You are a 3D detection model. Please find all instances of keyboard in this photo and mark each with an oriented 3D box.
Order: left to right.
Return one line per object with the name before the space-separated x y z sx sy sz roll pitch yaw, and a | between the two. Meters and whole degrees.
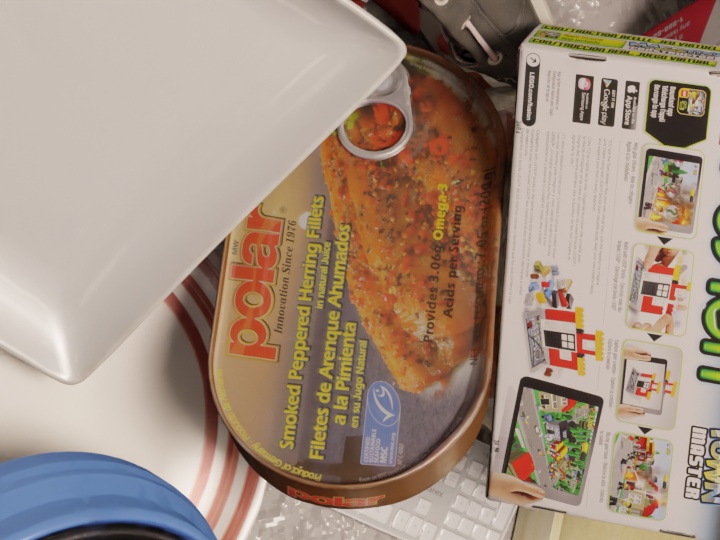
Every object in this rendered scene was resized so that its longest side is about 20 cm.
keyboard | -0.004 0.079 0.922 0.200 0.011 0.056 28 78 -33

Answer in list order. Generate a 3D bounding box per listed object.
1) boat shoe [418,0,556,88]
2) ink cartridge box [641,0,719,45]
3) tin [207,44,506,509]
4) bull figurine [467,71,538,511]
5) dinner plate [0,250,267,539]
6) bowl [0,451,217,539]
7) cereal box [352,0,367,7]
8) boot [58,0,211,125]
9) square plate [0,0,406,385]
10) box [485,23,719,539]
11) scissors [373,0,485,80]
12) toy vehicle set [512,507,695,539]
boat shoe | 0.038 -0.119 0.826 0.057 0.200 0.067 -26 67 6
ink cartridge box | 0.192 -0.035 0.921 0.086 0.148 0.200 25 51 -35
tin | 0.000 0.000 0.835 0.112 0.042 0.200 5 63 3
bull figurine | 0.063 0.005 0.929 0.121 0.065 0.200 10 86 -31
dinner plate | -0.125 0.063 0.825 0.200 0.024 0.200 -3 95 -31
bowl | -0.128 0.166 0.783 0.201 0.039 0.201 -22 128 -31
cereal box | -0.022 -0.184 0.804 0.144 0.040 0.200 18 122 -34
boot | -0.125 -0.114 0.770 0.146 0.070 0.200 -1 131 0
square plate | -0.120 -0.071 0.736 0.200 0.028 0.198 34 115 -28
box | 0.112 0.008 0.829 0.035 0.110 0.200 -49 146 -62
scissors | 0.036 -0.117 0.932 0.200 0.014 0.073 39 72 -30
toy vehicle set | 0.146 0.067 1.015 0.124 0.027 0.200 16 84 -34
